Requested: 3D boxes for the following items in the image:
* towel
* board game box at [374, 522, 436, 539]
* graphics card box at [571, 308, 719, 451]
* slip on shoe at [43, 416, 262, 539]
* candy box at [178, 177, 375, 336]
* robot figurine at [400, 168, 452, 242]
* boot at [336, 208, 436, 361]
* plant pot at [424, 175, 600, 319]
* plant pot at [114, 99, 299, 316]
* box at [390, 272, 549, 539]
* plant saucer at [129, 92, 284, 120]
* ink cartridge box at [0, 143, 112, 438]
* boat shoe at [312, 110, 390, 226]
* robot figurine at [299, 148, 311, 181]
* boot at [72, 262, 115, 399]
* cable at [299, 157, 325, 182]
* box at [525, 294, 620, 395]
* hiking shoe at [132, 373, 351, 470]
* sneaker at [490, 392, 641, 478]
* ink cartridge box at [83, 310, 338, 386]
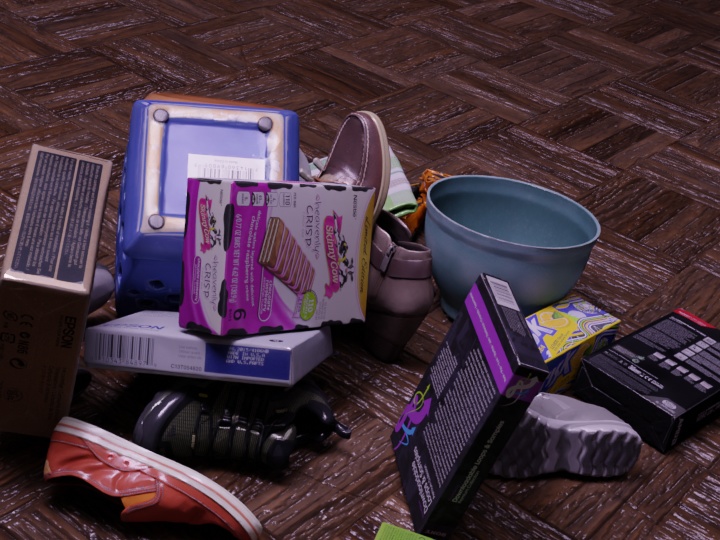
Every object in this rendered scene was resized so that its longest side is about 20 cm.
[{"bbox_3d":[-0.015,-0.103,1.492,0.149,0.031,0.200,-24,30,1],"label":"towel"},{"bbox_3d":[0.097,0.274,0.955,0.199,0.030,0.096,14,31,13],"label":"board game box"},{"bbox_3d":[0.341,0.114,1.278,0.199,0.051,0.125,-19,41,-42],"label":"graphics card box"},{"bbox_3d":[-0.177,0.189,0.991,0.199,0.074,0.061,22,70,5],"label":"slip on shoe"},{"bbox_3d":[-0.073,-0.015,1.088,0.061,0.137,0.200,9,8,38],"label":"candy box"},{"bbox_3d":[0.097,-0.073,1.513,0.144,0.058,0.200,16,31,11],"label":"robot figurine"},{"bbox_3d":[0.000,0.000,1.271,0.200,0.147,0.070,31,32,31],"label":"boot"},{"bbox_3d":[0.161,-0.010,1.348,0.199,0.135,0.201,9,25,-4],"label":"plant pot"},{"bbox_3d":[-0.155,-0.065,1.226,0.199,0.180,0.201,4,68,-9],"label":"plant pot"},{"bbox_3d":[0.091,0.122,1.041,0.036,0.201,0.143,19,27,-19],"label":"box"},{"bbox_3d":[-0.169,-0.182,1.376,0.199,0.038,0.200,6,10,-1],"label":"plant saucer"},{"bbox_3d":[-0.272,0.020,1.017,0.075,0.200,0.165,11,45,-13],"label":"ink cartridge box"},{"bbox_3d":[-0.025,-0.069,1.206,0.072,0.201,0.072,17,5,43],"label":"boat shoe"},{"bbox_3d":[-0.159,-0.106,1.434,0.199,0.125,0.151,6,33,-6],"label":"robot figurine"},{"bbox_3d":[-0.300,0.074,1.148,0.200,0.070,0.131,-31,51,-33],"label":"boot"},{"bbox_3d":[0.013,-0.048,1.322,0.097,0.200,0.050,3,55,56],"label":"cable"},{"bbox_3d":[0.191,0.093,1.256,0.070,0.065,0.200,32,37,33],"label":"box"},{"bbox_3d":[-0.106,0.141,1.070,0.199,0.076,0.101,-12,32,-34],"label":"hiking shoe"},{"bbox_3d":[0.170,0.157,1.149,0.199,0.075,0.082,13,19,-15],"label":"sneaker"},{"bbox_3d":[-0.133,0.067,1.122,0.199,0.041,0.200,4,5,10],"label":"ink cartridge box"}]
